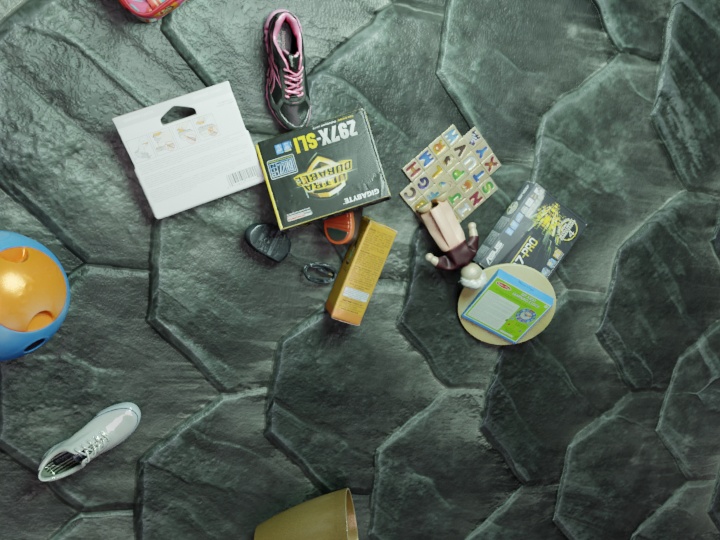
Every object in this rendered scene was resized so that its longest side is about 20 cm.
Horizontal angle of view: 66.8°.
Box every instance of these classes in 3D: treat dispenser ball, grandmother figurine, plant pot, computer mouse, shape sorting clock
[{"bbox_3d":[-0.559,0.039,0.838,0.201,0.201,0.201,-4,105,-14],"label":"treat dispenser ball"},{"bbox_3d":[0.183,-0.047,1.070,0.121,0.061,0.200,-32,97,4],"label":"grandmother figurine"},{"bbox_3d":[-0.111,0.560,1.125,0.200,0.186,0.187,-8,107,1],"label":"plant pot"},{"bbox_3d":[-0.130,-0.029,1.032,0.200,0.034,0.059,32,78,-25],"label":"computer mouse"},{"bbox_3d":[0.304,0.073,1.141,0.200,0.039,0.200,4,124,6],"label":"shape sorting clock"}]

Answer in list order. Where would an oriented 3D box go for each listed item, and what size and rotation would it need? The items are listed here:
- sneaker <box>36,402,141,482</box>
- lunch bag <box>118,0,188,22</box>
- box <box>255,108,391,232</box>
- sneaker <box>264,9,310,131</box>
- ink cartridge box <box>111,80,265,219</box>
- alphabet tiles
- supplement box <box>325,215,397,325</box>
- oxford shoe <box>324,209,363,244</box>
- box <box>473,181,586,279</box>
[{"bbox_3d":[-0.493,0.321,1.000,0.200,0.071,0.073,-35,111,-4],"label":"sneaker"},{"bbox_3d":[-0.343,-0.491,0.824,0.176,0.082,0.200,-35,109,0],"label":"lunch bag"},{"bbox_3d":[-0.064,-0.172,0.951,0.200,0.049,0.160,-16,87,4],"label":"box"},{"bbox_3d":[-0.120,-0.334,0.916,0.079,0.095,0.200,-12,109,-14],"label":"sneaker"},{"bbox_3d":[-0.286,-0.204,0.931,0.200,0.045,0.176,-22,110,-9],"label":"ink cartridge box"},{"bbox_3d":[0.180,-0.182,1.085,0.200,0.006,0.166,-41,111,-1],"label":"alphabet tiles"},{"bbox_3d":[0.000,0.000,1.052,0.069,0.067,0.200,17,100,-19],"label":"supplement box"},{"bbox_3d":[-0.029,-0.147,1.015,0.071,0.073,0.200,5,91,22],"label":"oxford shoe"},{"bbox_3d":[0.354,-0.060,1.142,0.161,0.049,0.200,33,96,-18],"label":"box"}]
